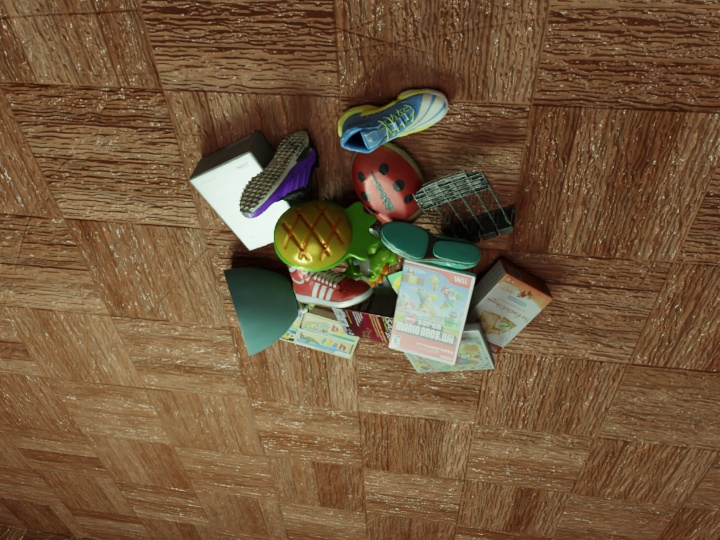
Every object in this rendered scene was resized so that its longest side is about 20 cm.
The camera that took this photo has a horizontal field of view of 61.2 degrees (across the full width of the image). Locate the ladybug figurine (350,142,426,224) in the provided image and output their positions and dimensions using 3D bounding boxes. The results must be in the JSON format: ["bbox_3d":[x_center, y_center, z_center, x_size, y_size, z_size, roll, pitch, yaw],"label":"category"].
[{"bbox_3d":[0.051,-0.156,1.157,0.135,0.072,0.200,-17,128,26],"label":"ladybug figurine"}]

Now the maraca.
[{"bbox_3d":[-0.066,-0.068,1.152,0.199,0.138,0.107,-5,175,-1],"label":"maraca"}]

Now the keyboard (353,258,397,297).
[{"bbox_3d":[0.038,0.030,1.387,0.056,0.011,0.200,-18,128,19],"label":"keyboard"}]

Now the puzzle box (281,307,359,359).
[{"bbox_3d":[-0.101,0.149,1.520,0.199,0.025,0.133,16,134,-4],"label":"puzzle box"}]

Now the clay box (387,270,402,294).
[{"bbox_3d":[0.154,0.053,1.356,0.115,0.048,0.200,-18,126,24],"label":"clay box"}]

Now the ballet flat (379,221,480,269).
[{"bbox_3d":[0.130,-0.042,1.173,0.199,0.068,0.070,15,169,1],"label":"ballet flat"}]

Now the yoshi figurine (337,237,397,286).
[{"bbox_3d":[0.003,-0.011,1.301,0.200,0.112,0.112,-36,88,40],"label":"yoshi figurine"}]

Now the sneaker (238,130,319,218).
[{"bbox_3d":[-0.136,-0.155,1.120,0.069,0.200,0.100,15,151,40],"label":"sneaker"}]

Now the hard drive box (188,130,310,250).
[{"bbox_3d":[-0.211,-0.153,1.212,0.155,0.077,0.200,-17,129,26],"label":"hard drive box"}]

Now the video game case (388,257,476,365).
[{"bbox_3d":[0.141,0.084,1.218,0.142,0.017,0.201,14,113,12],"label":"video game case"}]

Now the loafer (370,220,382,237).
[{"bbox_3d":[-0.048,-0.071,1.233,0.199,0.072,0.073,-1,141,31],"label":"loafer"}]

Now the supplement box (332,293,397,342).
[{"bbox_3d":[0.045,0.109,1.386,0.199,0.061,0.109,8,142,27],"label":"supplement box"}]

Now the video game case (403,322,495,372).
[{"bbox_3d":[0.186,0.173,1.325,0.181,0.023,0.200,-6,147,19],"label":"video game case"}]

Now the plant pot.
[{"bbox_3d":[-0.217,0.077,1.380,0.134,0.200,0.201,-17,135,-12],"label":"plant pot"}]

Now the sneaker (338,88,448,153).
[{"bbox_3d":[0.053,-0.245,1.046,0.199,0.105,0.076,-11,131,22],"label":"sneaker"}]

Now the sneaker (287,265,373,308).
[{"bbox_3d":[-0.071,0.010,1.242,0.199,0.071,0.113,0,118,38],"label":"sneaker"}]

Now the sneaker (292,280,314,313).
[{"bbox_3d":[-0.116,0.012,1.354,0.075,0.077,0.200,4,133,10],"label":"sneaker"}]

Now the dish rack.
[{"bbox_3d":[0.196,-0.120,1.150,0.153,0.055,0.200,-18,139,25],"label":"dish rack"}]

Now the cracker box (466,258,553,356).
[{"bbox_3d":[0.294,0.086,1.316,0.134,0.058,0.200,25,121,-22],"label":"cracker box"}]
